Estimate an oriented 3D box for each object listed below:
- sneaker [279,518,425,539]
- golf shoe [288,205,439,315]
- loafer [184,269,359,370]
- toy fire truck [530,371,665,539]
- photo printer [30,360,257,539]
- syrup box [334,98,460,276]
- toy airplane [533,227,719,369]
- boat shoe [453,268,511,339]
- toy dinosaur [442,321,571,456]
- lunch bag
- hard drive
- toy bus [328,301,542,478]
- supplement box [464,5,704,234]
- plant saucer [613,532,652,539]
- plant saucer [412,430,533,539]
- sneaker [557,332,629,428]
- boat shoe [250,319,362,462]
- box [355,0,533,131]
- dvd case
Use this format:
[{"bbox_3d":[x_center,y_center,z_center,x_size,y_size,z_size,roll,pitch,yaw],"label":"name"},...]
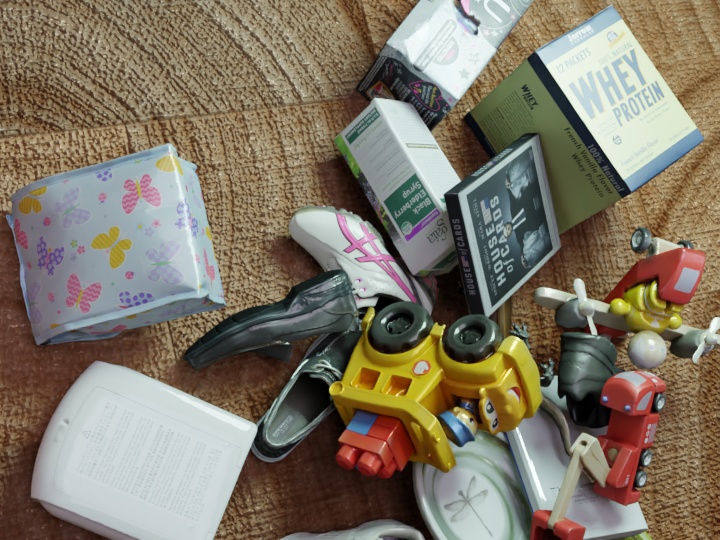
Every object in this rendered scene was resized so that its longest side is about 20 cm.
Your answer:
[{"bbox_3d":[-0.024,0.306,1.105,0.199,0.100,0.075,-15,83,-21],"label":"sneaker"},{"bbox_3d":[0.000,0.000,1.201,0.200,0.073,0.092,33,45,-7],"label":"golf shoe"},{"bbox_3d":[-0.094,0.070,1.149,0.199,0.073,0.073,-24,100,-2],"label":"loafer"},{"bbox_3d":[0.259,0.209,1.135,0.141,0.049,0.201,2,103,-45],"label":"toy fire truck"},{"bbox_3d":[-0.227,0.197,1.079,0.199,0.069,0.167,25,69,-11],"label":"photo printer"},{"bbox_3d":[0.061,-0.097,1.224,0.081,0.079,0.200,-4,60,-52],"label":"syrup box"},{"bbox_3d":[0.324,0.061,1.248,0.199,0.199,0.142,-14,49,17],"label":"toy airplane"},{"bbox_3d":[0.147,0.002,1.263,0.070,0.070,0.201,-2,91,14],"label":"boat shoe"},{"bbox_3d":[0.184,0.119,1.206,0.200,0.088,0.047,40,44,18],"label":"toy dinosaur"},{"bbox_3d":[-0.260,-0.022,1.098,0.199,0.127,0.170,-15,80,3],"label":"lunch bag"},{"bbox_3d":[0.243,0.220,1.229,0.131,0.025,0.201,-3,58,-23],"label":"hard drive"},{"bbox_3d":[0.066,0.146,1.103,0.192,0.199,0.136,-56,140,-35],"label":"toy bus"},{"bbox_3d":[0.268,-0.176,1.288,0.134,0.200,0.200,-33,88,-24],"label":"supplement box"},{"bbox_3d":[0.292,0.379,1.225,0.200,0.048,0.200,48,65,-2],"label":"plant saucer"},{"bbox_3d":[0.130,0.264,1.176,0.200,0.050,0.201,23,45,-25],"label":"plant saucer"},{"bbox_3d":[0.280,0.149,1.217,0.200,0.076,0.091,38,62,-38],"label":"sneaker"},{"bbox_3d":[-0.043,0.131,1.161,0.072,0.071,0.200,39,66,-5],"label":"boat shoe"},{"bbox_3d":[0.108,-0.285,1.299,0.115,0.132,0.200,37,67,-5],"label":"box"},{"bbox_3d":[0.167,-0.055,1.201,0.200,0.025,0.151,-38,120,-47],"label":"dvd case"}]
